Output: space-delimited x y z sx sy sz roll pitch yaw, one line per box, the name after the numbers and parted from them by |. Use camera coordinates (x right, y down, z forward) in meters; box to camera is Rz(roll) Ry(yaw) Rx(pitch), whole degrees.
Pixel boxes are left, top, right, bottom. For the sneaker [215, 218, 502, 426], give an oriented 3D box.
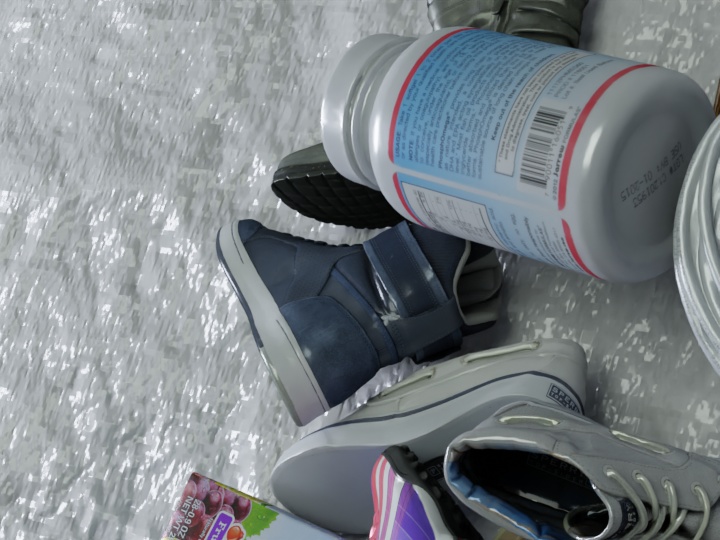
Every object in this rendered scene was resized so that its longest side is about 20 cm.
0.001 0.002 1.254 0.146 0.077 0.202 -29 29 -2 | sneaker

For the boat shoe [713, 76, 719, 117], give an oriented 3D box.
0.204 -0.053 1.127 0.072 0.067 0.201 -4 67 35 | boat shoe

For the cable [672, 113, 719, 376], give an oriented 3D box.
0.249 -0.010 1.034 0.200 0.069 0.200 41 92 19 | cable

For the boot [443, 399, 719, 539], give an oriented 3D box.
0.136 0.119 1.045 0.199 0.095 0.074 16 102 21 | boot

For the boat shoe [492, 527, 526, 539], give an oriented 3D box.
0.076 0.203 1.075 0.201 0.072 0.065 -66 4 -26 | boat shoe

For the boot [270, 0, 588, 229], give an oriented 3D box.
0.045 -0.103 1.281 0.199 0.068 0.131 -12 58 24 | boot

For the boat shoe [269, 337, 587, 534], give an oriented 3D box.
0.038 0.085 1.191 0.199 0.072 0.066 -27 25 37 | boat shoe

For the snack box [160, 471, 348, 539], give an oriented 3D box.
-0.043 0.222 1.185 0.199 0.068 0.169 18 80 39 | snack box

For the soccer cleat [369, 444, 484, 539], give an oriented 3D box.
0.026 0.149 1.077 0.073 0.068 0.200 -38 24 3 | soccer cleat

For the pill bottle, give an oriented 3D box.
0.076 -0.066 1.131 0.199 0.109 0.109 19 81 42 | pill bottle
